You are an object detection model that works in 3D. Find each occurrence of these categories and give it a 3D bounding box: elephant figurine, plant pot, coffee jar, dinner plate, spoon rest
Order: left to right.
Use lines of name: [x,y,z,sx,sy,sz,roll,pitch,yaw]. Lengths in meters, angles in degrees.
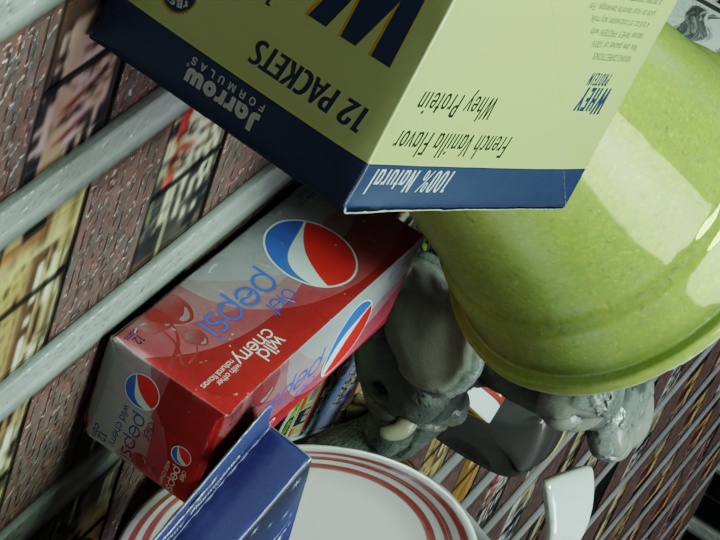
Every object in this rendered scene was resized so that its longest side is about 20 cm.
dinner plate: [-0.035,0.158,1.476,0.024,0.199,0.201,-94,-162,-48]
spoon rest: [0.046,0.143,1.524,0.099,0.200,0.061,-13,95,-44]
elephant figurine: [0.055,0.034,1.478,0.142,0.199,0.156,58,41,-59]
coffee jar: [0.123,0.072,1.947,0.200,0.104,0.086,-34,149,-58]
plant pot: [0.085,-0.072,1.305,0.201,0.200,0.184,-56,133,-10]

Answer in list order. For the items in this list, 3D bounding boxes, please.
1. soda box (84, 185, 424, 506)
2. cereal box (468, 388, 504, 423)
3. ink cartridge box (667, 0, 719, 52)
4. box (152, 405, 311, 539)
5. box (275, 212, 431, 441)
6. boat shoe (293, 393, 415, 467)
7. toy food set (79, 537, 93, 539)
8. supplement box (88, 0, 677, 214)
soda box: [-0.049,0.029,1.330,0.200,0.070,0.064,-41,160,-50]
cereal box: [0.090,-0.021,1.640,0.200,0.039,0.144,-59,146,-8]
ink cartridge box: [0.160,-0.106,1.494,0.084,0.200,0.144,-63,165,19]
box: [-0.076,0.146,1.317,0.121,0.032,0.200,-49,169,-20]
box: [0.000,0.000,1.512,0.200,0.035,0.110,-61,166,11]
boat shoe: [0.002,0.115,1.678,0.075,0.075,0.202,-59,166,8]
toy food set: [-0.180,0.214,1.317,0.198,0.049,0.200,-37,154,-57]
supplement box: [0.035,-0.141,1.070,0.200,0.134,0.200,-3,125,-61]
